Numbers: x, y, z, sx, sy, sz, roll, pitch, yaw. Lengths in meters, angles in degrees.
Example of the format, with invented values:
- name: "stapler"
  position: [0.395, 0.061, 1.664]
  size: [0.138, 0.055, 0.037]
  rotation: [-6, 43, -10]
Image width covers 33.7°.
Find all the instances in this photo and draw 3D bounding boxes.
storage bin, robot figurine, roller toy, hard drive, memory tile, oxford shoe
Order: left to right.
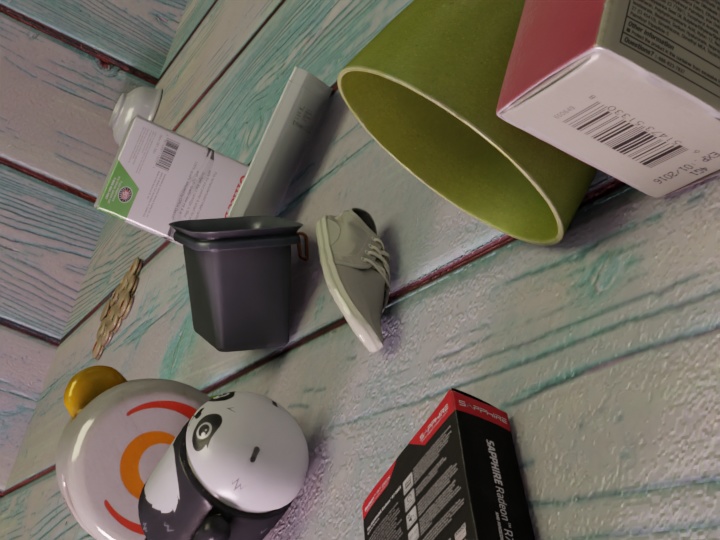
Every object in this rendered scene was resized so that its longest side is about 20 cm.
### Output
- name: "memory tile"
  position: [-0.489, 0.075, 2.380]
  size: [0.200, 0.017, 0.154]
  rotation: [-50, 24, 40]
- name: "roller toy"
  position: [-0.230, 0.207, 1.265]
  size: [0.140, 0.199, 0.183]
  rotation: [-13, 61, 68]
- name: "robot figurine"
  position: [-0.132, 0.200, 1.102]
  size: [0.200, 0.124, 0.151]
  rotation: [-53, 55, 34]
- name: "storage bin"
  position: [-0.131, 0.011, 1.344]
  size: [0.200, 0.145, 0.135]
  rotation: [-160, 67, -71]
- name: "hard drive"
  position: [-0.100, -0.151, 1.497]
  size: [0.201, 0.027, 0.132]
  rotation: [-66, -10, 4]
- name: "oxford shoe"
  position: [0.000, 0.000, 1.088]
  size: [0.058, 0.075, 0.200]
  rotation: [-24, 31, 7]

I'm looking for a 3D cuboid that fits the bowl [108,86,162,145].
- name: "bowl"
  position: [-0.607, -0.410, 3.155]
  size: [0.201, 0.090, 0.202]
  rotation: [-52, 23, 34]

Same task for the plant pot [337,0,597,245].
- name: "plant pot"
  position: [0.117, -0.153, 0.816]
  size: [0.200, 0.187, 0.187]
  rotation: [-53, 17, -9]

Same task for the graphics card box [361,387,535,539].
- name: "graphics card box"
  position: [0.054, 0.186, 0.737]
  size: [0.126, 0.051, 0.200]
  rotation: [-56, 21, 28]

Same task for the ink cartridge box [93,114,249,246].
- name: "ink cartridge box"
  position: [-0.265, -0.116, 1.724]
  size: [0.147, 0.199, 0.084]
  rotation: [-67, 16, -4]

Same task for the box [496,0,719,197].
- name: "box"
  position: [0.177, -0.166, 0.698]
  size: [0.109, 0.127, 0.201]
  rotation: [-29, 41, 62]
